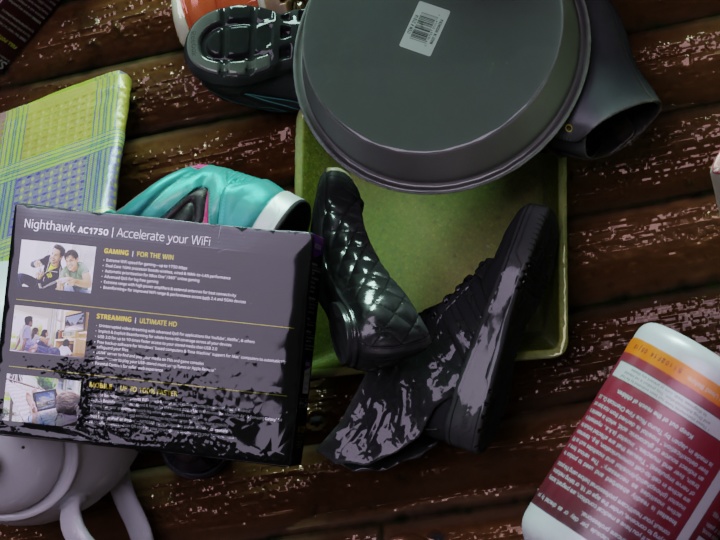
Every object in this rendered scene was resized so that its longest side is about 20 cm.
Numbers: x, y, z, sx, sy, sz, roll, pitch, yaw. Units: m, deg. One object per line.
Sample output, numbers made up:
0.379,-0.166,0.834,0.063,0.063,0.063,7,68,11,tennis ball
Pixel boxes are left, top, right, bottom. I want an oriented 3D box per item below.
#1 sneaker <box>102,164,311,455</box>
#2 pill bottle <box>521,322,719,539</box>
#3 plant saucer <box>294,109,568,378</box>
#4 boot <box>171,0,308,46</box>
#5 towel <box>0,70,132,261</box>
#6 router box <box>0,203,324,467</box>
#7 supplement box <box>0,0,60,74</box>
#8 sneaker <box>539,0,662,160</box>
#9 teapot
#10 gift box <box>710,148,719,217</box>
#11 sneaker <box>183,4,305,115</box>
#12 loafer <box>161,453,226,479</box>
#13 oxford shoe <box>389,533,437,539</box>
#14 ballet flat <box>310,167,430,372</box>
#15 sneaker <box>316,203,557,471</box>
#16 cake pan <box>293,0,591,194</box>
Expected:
-0.132,0.012,1.593,0.120,0.084,0.201,31,90,20,sneaker
0.173,0.144,1.485,0.113,0.113,0.201,31,87,27,pill bottle
0.053,-0.025,1.625,0.198,0.048,0.202,-5,72,21,plant saucer
-0.102,-0.259,1.751,0.106,0.075,0.202,-14,70,24,boot
-0.234,-0.060,1.730,0.142,0.023,0.201,-17,44,16,towel
-0.130,0.041,1.521,0.198,0.051,0.151,6,88,7,router box
-0.261,-0.264,1.824,0.109,0.061,0.200,40,93,27,supplement box
0.093,-0.100,1.560,0.199,0.075,0.107,-32,62,10,sneaker
-0.238,0.102,1.618,0.198,0.146,0.199,4,115,6,teapot
0.336,-0.054,1.442,0.184,0.187,0.201,24,65,29,gift box
-0.024,-0.152,1.687,0.198,0.079,0.076,2,68,2,sneaker
-0.109,0.042,1.655,0.071,0.063,0.202,2,78,2,loafer
0.044,0.267,1.528,0.071,0.071,0.202,-20,69,14,oxford shoe
0.000,0.000,1.555,0.056,0.067,0.201,-1,37,-12,ballet flat
0.052,0.043,1.544,0.103,0.060,0.202,15,83,23,sneaker
0.048,-0.149,1.535,0.198,0.037,0.202,-4,70,12,cake pan
